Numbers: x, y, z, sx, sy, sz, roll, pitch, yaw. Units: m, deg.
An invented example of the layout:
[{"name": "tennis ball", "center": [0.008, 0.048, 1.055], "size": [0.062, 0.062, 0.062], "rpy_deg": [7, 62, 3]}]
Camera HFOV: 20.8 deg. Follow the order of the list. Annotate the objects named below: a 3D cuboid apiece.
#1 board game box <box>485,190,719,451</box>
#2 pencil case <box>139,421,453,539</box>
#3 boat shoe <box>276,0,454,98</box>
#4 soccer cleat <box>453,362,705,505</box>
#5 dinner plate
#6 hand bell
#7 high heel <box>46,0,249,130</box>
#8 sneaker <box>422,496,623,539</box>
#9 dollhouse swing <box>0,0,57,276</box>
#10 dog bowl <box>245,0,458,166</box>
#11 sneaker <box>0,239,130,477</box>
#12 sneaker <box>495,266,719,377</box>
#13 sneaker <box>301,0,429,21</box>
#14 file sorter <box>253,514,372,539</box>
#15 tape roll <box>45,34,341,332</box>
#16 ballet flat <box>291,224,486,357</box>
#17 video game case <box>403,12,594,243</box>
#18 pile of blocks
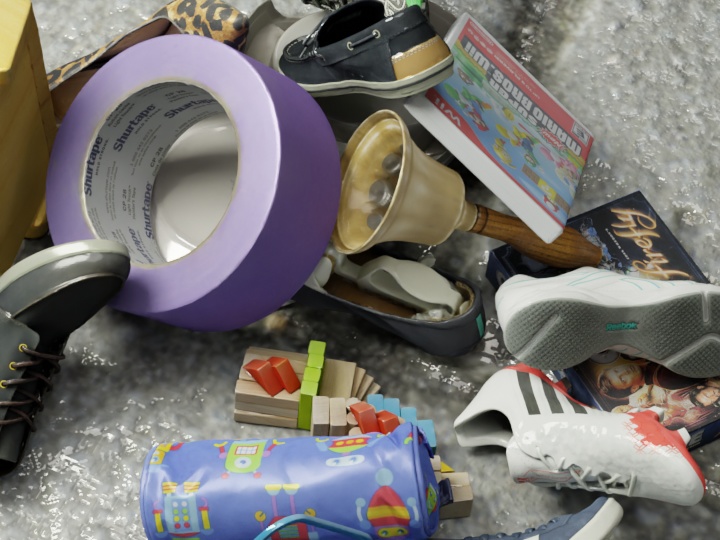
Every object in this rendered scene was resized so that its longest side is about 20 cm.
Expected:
[{"name": "board game box", "center": [0.200, 0.043, 1.436], "size": [0.135, 0.035, 0.200], "rpy_deg": [-22, 58, -19]}, {"name": "pencil case", "center": [-0.043, 0.143, 1.288], "size": [0.200, 0.078, 0.087], "rpy_deg": [-6, 41, 11]}, {"name": "boat shoe", "center": [-0.003, -0.162, 1.401], "size": [0.075, 0.062, 0.200], "rpy_deg": [-31, 19, -21]}, {"name": "soccer cleat", "center": [0.146, 0.121, 1.324], "size": [0.085, 0.069, 0.200], "rpy_deg": [-36, 38, -24]}, {"name": "dinner plate", "center": [-0.092, -0.055, 1.495], "size": [0.200, 0.024, 0.200], "rpy_deg": [3, 53, -4]}, {"name": "hand bell", "center": [0.087, -0.034, 1.399], "size": [0.200, 0.104, 0.104], "rpy_deg": [18, 48, -27]}, {"name": "high heel", "center": [-0.171, -0.145, 1.471], "size": [0.142, 0.200, 0.071], "rpy_deg": [-35, 104, -30]}, {"name": "sneaker", "center": [0.083, 0.194, 1.289], "size": [0.200, 0.075, 0.085], "rpy_deg": [-33, 67, -25]}, {"name": "dollhouse swing", "center": [-0.309, -0.088, 1.394], "size": [0.182, 0.200, 0.176], "rpy_deg": [27, 61, 15]}, {"name": "dog bowl", "center": [0.001, -0.142, 1.528], "size": [0.200, 0.059, 0.200], "rpy_deg": [7, 46, -7]}, {"name": "sneaker", "center": [-0.223, 0.066, 1.329], "size": [0.200, 0.075, 0.106], "rpy_deg": [-34, 62, 21]}, {"name": "sneaker", "center": [0.190, 0.027, 1.383], "size": [0.200, 0.071, 0.080], "rpy_deg": [5, 24, -13]}, {"name": "sneaker", "center": [-0.008, -0.216, 1.515], "size": [0.085, 0.078, 0.200], "rpy_deg": [-19, 44, -20]}, {"name": "file sorter", "center": [-0.009, 0.261, 1.166], "size": [0.123, 0.139, 0.200], "rpy_deg": [-43, 61, 11]}, {"name": "tape roll", "center": [-0.119, -0.060, 1.391], "size": [0.200, 0.085, 0.200], "rpy_deg": [-8, 75, 29]}, {"name": "ballet flat", "center": [0.000, 0.000, 1.416], "size": [0.200, 0.073, 0.073], "rpy_deg": [24, 55, 4]}, {"name": "video game case", "center": [0.106, -0.109, 1.441], "size": [0.143, 0.017, 0.200], "rpy_deg": [43, 26, -7]}, {"name": "pile of blocks", "center": [0.000, 0.097, 1.364], "size": [0.200, 0.062, 0.082], "rpy_deg": [29, 57, 16]}]
